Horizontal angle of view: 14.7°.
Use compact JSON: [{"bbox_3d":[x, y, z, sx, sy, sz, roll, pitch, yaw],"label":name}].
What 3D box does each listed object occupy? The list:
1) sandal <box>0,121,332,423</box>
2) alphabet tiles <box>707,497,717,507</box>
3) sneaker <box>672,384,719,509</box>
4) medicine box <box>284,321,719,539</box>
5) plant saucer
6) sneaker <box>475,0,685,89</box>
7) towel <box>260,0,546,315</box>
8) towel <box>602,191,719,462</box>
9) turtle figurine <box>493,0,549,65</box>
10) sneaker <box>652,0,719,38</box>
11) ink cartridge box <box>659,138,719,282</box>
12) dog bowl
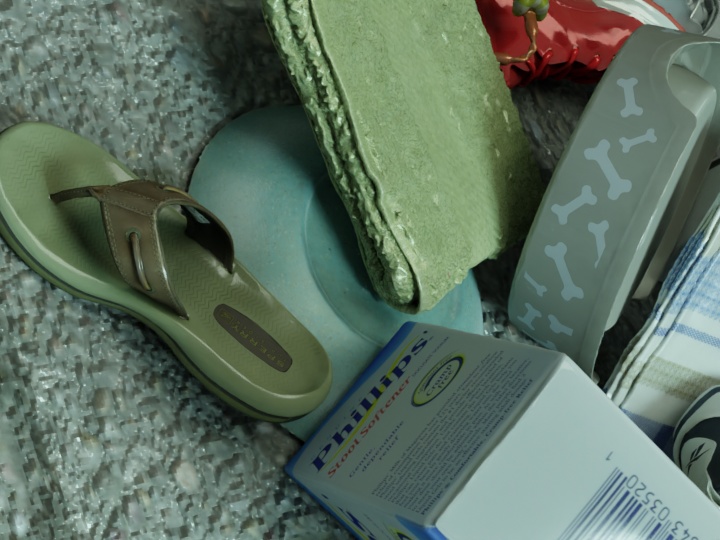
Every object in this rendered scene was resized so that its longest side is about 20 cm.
[{"bbox_3d":[-0.089,-0.008,1.324,0.201,0.057,0.080,36,47,-6],"label":"sandal"},{"bbox_3d":[0.135,0.111,1.376,0.008,0.167,0.200,-48,137,-10],"label":"alphabet tiles"},{"bbox_3d":[0.255,0.144,1.460,0.199,0.080,0.130,32,26,-7],"label":"sneaker"},{"bbox_3d":[0.086,0.126,1.312,0.182,0.200,0.103,44,78,-17],"label":"medicine box"},{"bbox_3d":[0.000,0.000,1.430,0.201,0.039,0.201,21,56,-35],"label":"plant saucer"},{"bbox_3d":[0.097,-0.116,1.574,0.200,0.078,0.116,27,59,-16],"label":"sneaker"},{"bbox_3d":[0.022,-0.090,1.425,0.148,0.036,0.200,-33,103,-49],"label":"towel"},{"bbox_3d":[0.211,0.039,1.522,0.147,0.200,0.024,20,15,-34],"label":"towel"},{"bbox_3d":[0.039,-0.215,1.511,0.200,0.064,0.161,33,64,6],"label":"turtle figurine"},{"bbox_3d":[0.191,-0.160,1.642,0.200,0.115,0.075,43,45,-18],"label":"sneaker"},{"bbox_3d":[0.271,-0.050,1.597,0.146,0.200,0.084,17,58,-35],"label":"ink cartridge box"},{"bbox_3d":[0.140,-0.040,1.484,0.059,0.200,0.200,24,44,11],"label":"dog bowl"}]
